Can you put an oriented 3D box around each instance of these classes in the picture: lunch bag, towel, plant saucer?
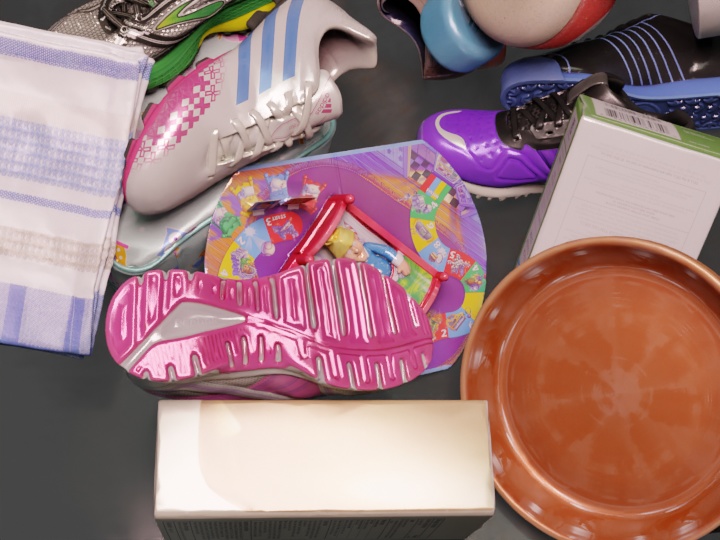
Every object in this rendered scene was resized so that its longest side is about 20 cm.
[{"bbox_3d":[-0.125,-0.090,0.839,0.200,0.077,0.160,-38,74,-18],"label":"lunch bag"},{"bbox_3d":[-0.217,-0.053,0.744,0.146,0.024,0.201,11,91,-11],"label":"towel"},{"bbox_3d":[0.161,0.078,0.764,0.199,0.032,0.202,3,97,26],"label":"plant saucer"}]

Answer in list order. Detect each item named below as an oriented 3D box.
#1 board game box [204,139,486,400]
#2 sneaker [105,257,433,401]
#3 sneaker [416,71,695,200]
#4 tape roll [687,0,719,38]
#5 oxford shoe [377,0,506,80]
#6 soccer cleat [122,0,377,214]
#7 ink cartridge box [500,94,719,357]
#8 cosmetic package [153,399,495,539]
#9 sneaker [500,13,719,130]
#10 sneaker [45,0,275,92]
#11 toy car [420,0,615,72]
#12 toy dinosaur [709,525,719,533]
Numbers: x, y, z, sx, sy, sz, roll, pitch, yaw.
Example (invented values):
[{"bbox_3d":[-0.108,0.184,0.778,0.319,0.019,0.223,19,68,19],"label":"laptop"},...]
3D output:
[{"bbox_3d":[0.000,0.000,0.789,0.199,0.039,0.159,-10,93,-18],"label":"board game box"},{"bbox_3d":[-0.055,0.041,0.735,0.199,0.088,0.082,4,72,-13],"label":"sneaker"},{"bbox_3d":[0.142,-0.100,0.847,0.199,0.100,0.070,9,48,-5],"label":"sneaker"},{"bbox_3d":[0.237,-0.261,0.829,0.037,0.203,0.204,-8,66,14],"label":"tape roll"},{"bbox_3d":[0.040,-0.237,0.920,0.073,0.071,0.201,-21,71,-9],"label":"oxford shoe"},{"bbox_3d":[-0.065,-0.103,0.764,0.086,0.070,0.200,29,63,20],"label":"soccer cleat"},{"bbox_3d":[0.163,-0.005,0.812,0.103,0.201,0.059,17,23,0],"label":"ink cartridge box"},{"bbox_3d":[-0.024,0.125,0.744,0.199,0.105,0.072,1,69,-6],"label":"cosmetic package"},{"bbox_3d":[0.197,-0.151,0.902,0.199,0.070,0.078,2,64,-12],"label":"sneaker"},{"bbox_3d":[-0.125,-0.187,0.794,0.199,0.085,0.078,-33,66,-14],"label":"sneaker"},{"bbox_3d":[0.162,-0.239,0.840,0.199,0.184,0.178,-5,79,-37],"label":"toy car"},{"bbox_3d":[0.282,0.179,0.764,0.102,0.077,0.201,-15,65,3],"label":"toy dinosaur"}]
